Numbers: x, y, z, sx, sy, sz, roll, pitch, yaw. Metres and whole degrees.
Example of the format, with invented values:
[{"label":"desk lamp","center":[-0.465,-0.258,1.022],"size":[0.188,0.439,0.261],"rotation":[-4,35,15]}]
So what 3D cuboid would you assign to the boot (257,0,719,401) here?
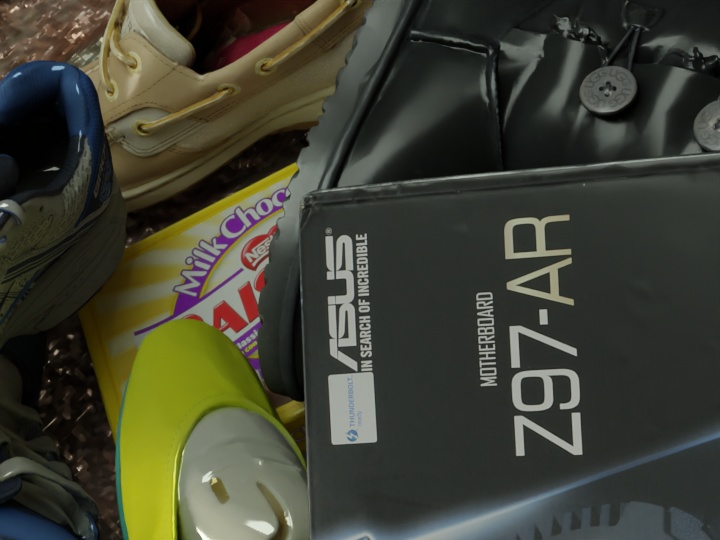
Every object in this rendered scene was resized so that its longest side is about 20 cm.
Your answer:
[{"label":"boot","center":[0.083,-0.014,0.636],"size":[0.199,0.066,0.166],"rotation":[17,81,16]}]

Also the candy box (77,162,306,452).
[{"label":"candy box","center":[0.000,0.000,0.709],"size":[0.199,0.026,0.102],"rotation":[-27,50,5]}]

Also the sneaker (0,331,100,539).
[{"label":"sneaker","center":[-0.129,0.044,0.702],"size":[0.199,0.081,0.147],"rotation":[12,68,36]}]

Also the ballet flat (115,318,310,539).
[{"label":"ballet flat","center":[-0.034,0.103,0.615],"size":[0.067,0.067,0.201],"rotation":[-26,56,47]}]

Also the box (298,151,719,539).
[{"label":"box","center":[0.066,0.072,0.566],"size":[0.159,0.043,0.201],"rotation":[-3,85,22]}]

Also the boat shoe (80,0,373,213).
[{"label":"boat shoe","center":[-0.059,-0.080,0.750],"size":[0.199,0.069,0.074],"rotation":[-21,44,19]}]

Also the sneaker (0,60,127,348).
[{"label":"sneaker","center":[-0.139,0.002,0.643],"size":[0.077,0.085,0.200],"rotation":[20,45,10]}]
